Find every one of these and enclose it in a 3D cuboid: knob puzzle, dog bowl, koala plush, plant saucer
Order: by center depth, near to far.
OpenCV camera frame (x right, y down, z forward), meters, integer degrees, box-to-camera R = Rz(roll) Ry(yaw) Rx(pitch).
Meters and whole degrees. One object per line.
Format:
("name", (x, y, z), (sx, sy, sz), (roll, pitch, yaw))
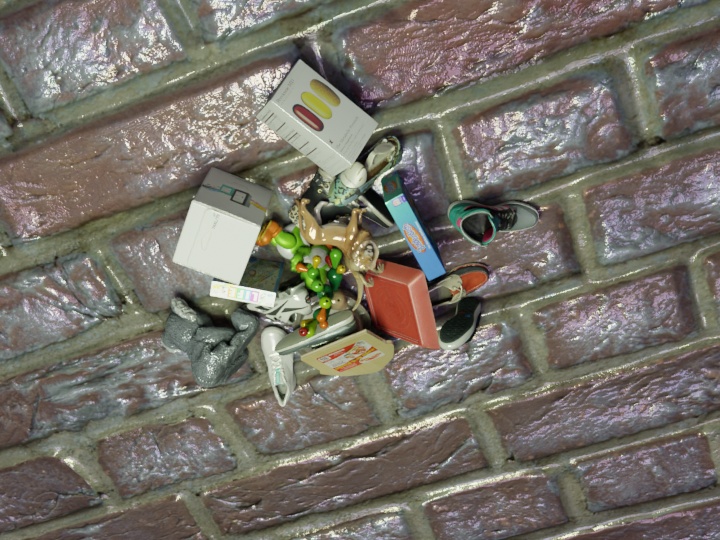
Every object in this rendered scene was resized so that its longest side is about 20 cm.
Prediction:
("plant saucer", (0.078, 0.076, 1.630), (0.037, 0.200, 0.200), (-32, 120, -31))
("knob puzzle", (-0.012, 0.192, 1.684), (0.218, 0.031, 0.220), (-8, 148, -5))
("koala plush", (-0.370, 0.156, 1.689), (0.200, 0.184, 0.178), (34, 130, 8))
("dog bowl", (-0.068, 0.129, 1.721), (0.199, 0.059, 0.201), (1, 117, 1))

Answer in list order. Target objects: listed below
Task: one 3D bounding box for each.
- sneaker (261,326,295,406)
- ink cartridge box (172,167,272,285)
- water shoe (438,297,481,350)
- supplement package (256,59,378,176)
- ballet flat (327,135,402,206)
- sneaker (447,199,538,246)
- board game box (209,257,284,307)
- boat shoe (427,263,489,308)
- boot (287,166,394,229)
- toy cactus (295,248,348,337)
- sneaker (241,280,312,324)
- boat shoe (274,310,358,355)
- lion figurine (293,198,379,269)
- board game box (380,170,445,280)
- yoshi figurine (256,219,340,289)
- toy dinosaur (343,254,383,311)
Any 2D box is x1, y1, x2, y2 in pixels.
("sneaker", (-0.194, 0.233, 1.759), (0.075, 0.089, 0.201), (-8, 116, 7))
("ink cartridge box", (-0.285, -0.096, 1.533), (0.145, 0.200, 0.147), (21, 116, -9))
("water shoe", (0.233, 0.137, 1.643), (0.071, 0.200, 0.079), (3, 118, 27))
("supplement package", (-0.087, -0.299, 1.455), (0.200, 0.109, 0.114), (36, 71, -16))
("ballet flat", (0.009, -0.211, 1.493), (0.200, 0.074, 0.074), (-44, 114, -23))
("sneaker", (0.290, -0.103, 1.563), (0.199, 0.121, 0.084), (2, 117, 0))
("board game box", (-0.241, 0.018, 1.588), (0.134, 0.200, 0.034), (11, 108, -4))
("boat shoe", (0.202, 0.043, 1.671), (0.199, 0.063, 0.071), (-19, 113, 9))
("boot", (-0.043, -0.124, 1.590), (0.203, 0.074, 0.154), (36, 116, -14))
("toy cactus", (-0.078, 0.056, 1.578), (0.102, 0.165, 0.201), (4, 75, 22))
("sneaker", (-0.189, 0.086, 1.653), (0.199, 0.074, 0.089), (-12, 107, 43))
("boat shoe", (-0.098, 0.157, 1.664), (0.199, 0.073, 0.062), (-24, 113, 5))
("lion figurine", (-0.054, -0.077, 1.518), (0.199, 0.072, 0.123), (12, 98, 10))
("board game box", (0.110, -0.097, 1.552), (0.045, 0.152, 0.200), (-26, 113, 10))
("yoshi figurine", (-0.140, -0.025, 1.626), (0.199, 0.113, 0.112), (29, 130, -15))
("toy dinosaur", (0.000, 0.000, 1.604), (0.101, 0.058, 0.201), (13, 128, 46))
